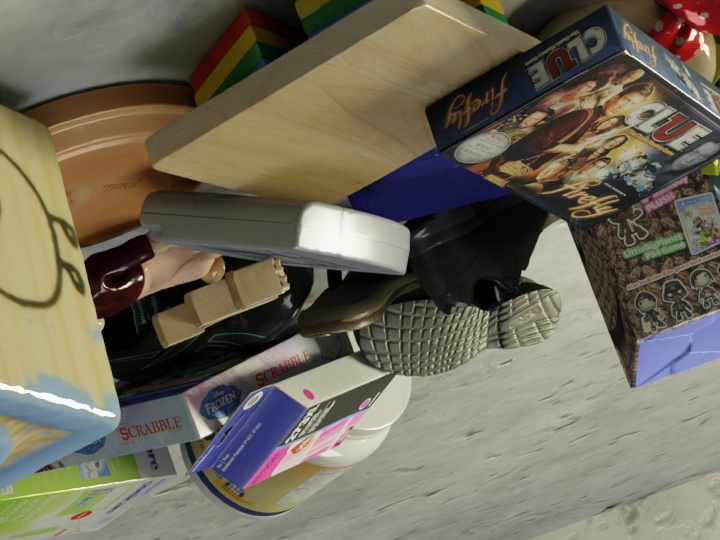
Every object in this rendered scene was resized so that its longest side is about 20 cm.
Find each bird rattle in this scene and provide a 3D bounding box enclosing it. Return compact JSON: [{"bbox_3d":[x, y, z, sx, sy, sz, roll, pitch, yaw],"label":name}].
[{"bbox_3d":[0.197,-0.141,1.380,0.162,0.113,0.200,-5,161,7],"label":"bird rattle"}]

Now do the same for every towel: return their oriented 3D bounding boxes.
[{"bbox_3d":[0.056,-0.095,1.446,0.147,0.050,0.200,-13,163,0],"label":"towel"}]

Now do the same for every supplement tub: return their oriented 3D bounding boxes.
[{"bbox_3d":[-0.058,0.123,1.792,0.144,0.145,0.200,-6,157,-38],"label":"supplement tub"}]

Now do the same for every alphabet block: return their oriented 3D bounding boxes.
[{"bbox_3d":[-0.278,0.021,1.122,0.196,0.201,0.195,-26,157,20],"label":"alphabet block"}]

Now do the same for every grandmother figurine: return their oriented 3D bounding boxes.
[{"bbox_3d":[-0.167,0.005,1.393,0.200,0.061,0.122,-21,150,-51],"label":"grandmother figurine"}]

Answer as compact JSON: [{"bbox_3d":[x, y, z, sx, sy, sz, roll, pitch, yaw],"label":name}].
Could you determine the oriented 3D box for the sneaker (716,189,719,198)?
[{"bbox_3d":[0.279,-0.066,1.720,0.111,0.077,0.200,-2,150,-23],"label":"sneaker"}]

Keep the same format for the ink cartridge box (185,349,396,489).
[{"bbox_3d":[-0.050,0.116,1.577,0.095,0.037,0.200,-52,161,26],"label":"ink cartridge box"}]

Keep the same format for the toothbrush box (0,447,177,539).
[{"bbox_3d":[-0.291,0.185,1.814,0.199,0.086,0.145,-5,157,-44],"label":"toothbrush box"}]

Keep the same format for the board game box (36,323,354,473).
[{"bbox_3d":[-0.139,0.098,1.619,0.199,0.041,0.199,-15,-173,39],"label":"board game box"}]

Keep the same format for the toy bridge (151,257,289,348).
[{"bbox_3d":[-0.089,0.018,1.413,0.067,0.027,0.200,-21,178,-24],"label":"toy bridge"}]

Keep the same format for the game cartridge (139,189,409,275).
[{"bbox_3d":[-0.045,-0.024,1.354,0.132,0.041,0.200,9,179,21],"label":"game cartridge"}]

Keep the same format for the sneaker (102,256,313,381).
[{"bbox_3d":[-0.129,0.033,1.563,0.199,0.076,0.079,-26,159,16],"label":"sneaker"}]

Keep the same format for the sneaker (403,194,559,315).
[{"bbox_3d":[0.103,-0.017,1.616,0.076,0.091,0.200,-27,176,43],"label":"sneaker"}]

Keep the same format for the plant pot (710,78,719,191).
[{"bbox_3d":[0.326,-0.111,1.504,0.134,0.201,0.200,9,162,4],"label":"plant pot"}]

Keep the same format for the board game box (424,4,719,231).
[{"bbox_3d":[0.150,-0.092,1.291,0.135,0.035,0.200,-29,153,25],"label":"board game box"}]

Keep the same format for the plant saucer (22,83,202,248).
[{"bbox_3d":[-0.179,-0.058,1.307,0.199,0.032,0.200,-19,163,-6],"label":"plant saucer"}]

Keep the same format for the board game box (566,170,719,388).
[{"bbox_3d":[0.218,-0.033,1.544,0.096,0.201,0.160,-19,162,0],"label":"board game box"}]

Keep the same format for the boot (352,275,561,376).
[{"bbox_3d":[0.057,0.027,1.681,0.199,0.131,0.068,-7,115,-31],"label":"boot"}]

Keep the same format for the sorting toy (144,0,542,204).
[{"bbox_3d":[-0.008,-0.123,1.241,0.198,0.070,0.200,-28,161,24],"label":"sorting toy"}]

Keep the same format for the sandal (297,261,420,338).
[{"bbox_3d":[0.000,0.000,1.585,0.081,0.055,0.200,-13,-168,28],"label":"sandal"}]
